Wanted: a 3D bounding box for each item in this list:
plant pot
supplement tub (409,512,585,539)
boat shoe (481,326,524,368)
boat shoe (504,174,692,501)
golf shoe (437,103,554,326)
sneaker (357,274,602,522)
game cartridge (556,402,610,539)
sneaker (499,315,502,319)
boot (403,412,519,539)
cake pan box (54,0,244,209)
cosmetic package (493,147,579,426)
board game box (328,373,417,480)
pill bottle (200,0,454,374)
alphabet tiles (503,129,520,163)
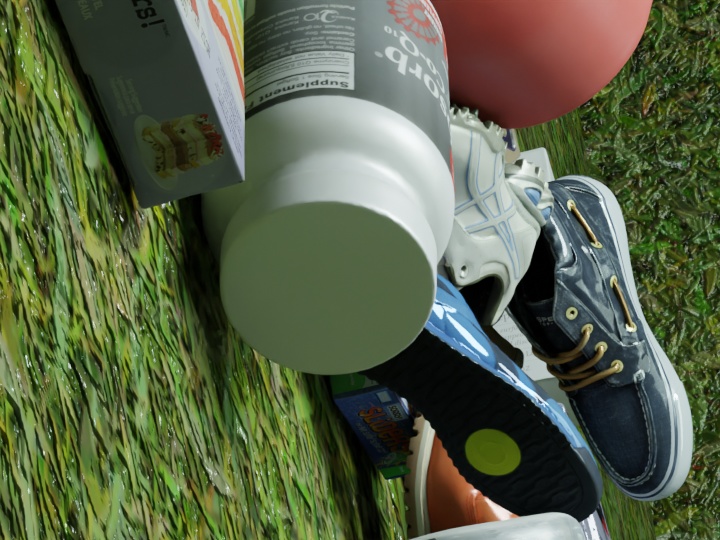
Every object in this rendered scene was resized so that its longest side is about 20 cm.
[{"bbox_3d":[0.055,-0.179,1.550,0.177,0.200,0.201,39,35,-46],"label":"plant pot"},{"bbox_3d":[0.071,0.230,1.460,0.123,0.122,0.201,34,44,-78],"label":"supplement tub"},{"bbox_3d":[0.060,0.055,1.747,0.072,0.076,0.201,-154,-127,-68],"label":"boat shoe"},{"bbox_3d":[0.129,0.044,1.719,0.091,0.071,0.201,-10,81,-56],"label":"boat shoe"},{"bbox_3d":[0.045,-0.031,1.589,0.200,0.078,0.098,34,66,-54],"label":"golf shoe"},{"bbox_3d":[0.053,0.048,1.506,0.200,0.066,0.079,41,33,-8],"label":"sneaker"},{"bbox_3d":[0.130,0.158,1.740,0.200,0.038,0.130,59,20,-69],"label":"game cartridge"},{"bbox_3d":[0.051,-0.025,1.971,0.083,0.071,0.201,108,-19,-52],"label":"sneaker"},{"bbox_3d":[0.077,0.148,1.567,0.075,0.106,0.201,26,61,-73],"label":"boot"},{"bbox_3d":[-0.096,-0.159,1.178,0.185,0.052,0.201,-96,169,-51],"label":"cake pan box"},{"bbox_3d":[0.099,0.018,2.036,0.074,0.101,0.201,68,12,-53],"label":"cosmetic package"},{"bbox_3d":[0.000,0.000,1.622,0.135,0.034,0.201,60,19,-65],"label":"board game box"},{"bbox_3d":[-0.015,-0.050,1.327,0.201,0.115,0.116,-91,166,-53],"label":"pill bottle"},{"bbox_3d":[0.049,-0.066,1.679,0.167,0.008,0.201,-42,121,-54],"label":"alphabet tiles"}]
